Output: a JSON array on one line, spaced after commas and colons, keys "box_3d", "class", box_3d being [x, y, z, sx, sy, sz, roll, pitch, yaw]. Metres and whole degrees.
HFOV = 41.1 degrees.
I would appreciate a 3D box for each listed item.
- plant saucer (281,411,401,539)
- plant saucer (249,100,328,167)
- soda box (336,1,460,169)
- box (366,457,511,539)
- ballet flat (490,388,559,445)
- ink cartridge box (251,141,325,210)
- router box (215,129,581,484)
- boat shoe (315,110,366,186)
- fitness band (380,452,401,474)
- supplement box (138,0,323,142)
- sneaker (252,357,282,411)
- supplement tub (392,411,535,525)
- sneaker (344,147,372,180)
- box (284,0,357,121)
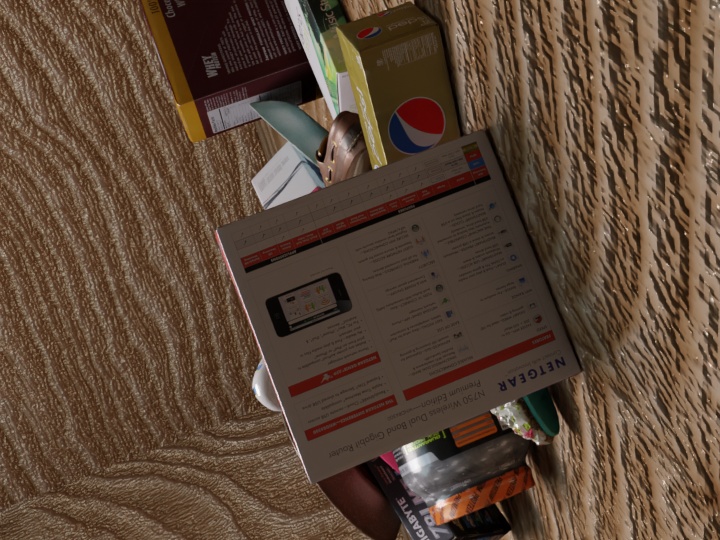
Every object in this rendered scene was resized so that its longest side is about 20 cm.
[{"box_3d": [-0.010, 0.198, 1.039, 0.201, 0.037, 0.201, 49, -170, -12], "class": "plant saucer"}, {"box_3d": [-0.051, -0.158, 1.206, 0.201, 0.039, 0.201, 40, -174, -5], "class": "plant saucer"}, {"box_3d": [0.041, -0.099, 0.751, 0.068, 0.064, 0.201, -120, 12, -56], "class": "soda box"}, {"box_3d": [0.069, 0.220, 1.067, 0.201, 0.050, 0.198, 55, -166, 24], "class": "box"}, {"box_3d": [0.086, 0.044, 0.733, 0.076, 0.064, 0.201, -23, -92, -63], "class": "ballet flat"}, {"box_3d": [-0.045, -0.064, 1.231, 0.145, 0.084, 0.200, 37, -167, -32], "class": "ink cartridge box"}, {"box_3d": [0.024, 0.023, 0.659, 0.049, 0.199, 0.181, 127, 123, -81], "class": "router box"}, {"box_3d": [-0.010, -0.118, 1.001, 0.067, 0.072, 0.200, 38, 168, -1], "class": "boat shoe"}, {"box_3d": [0.049, 0.158, 0.981, 0.200, 0.037, 0.144, 41, -165, -32], "class": "fitness band"}, {"box_3d": [-0.165, -0.305, 1.240, 0.133, 0.199, 0.199, 102, 147, -78], "class": "supplement box"}, {"box_3d": [-0.075, 0.090, 1.004, 0.200, 0.104, 0.076, -34, -68, -56], "class": "sneaker"}, {"box_3d": [0.074, 0.116, 0.864, 0.123, 0.122, 0.201, 94, 156, -74], "class": "supplement tub"}, {"box_3d": [-0.018, -0.025, 0.917, 0.075, 0.070, 0.202, 21, 114, 32], "class": "sneaker"}, {"box_3d": [-0.044, -0.267, 1.071, 0.145, 0.036, 0.201, 87, 161, -70], "class": "box"}]
